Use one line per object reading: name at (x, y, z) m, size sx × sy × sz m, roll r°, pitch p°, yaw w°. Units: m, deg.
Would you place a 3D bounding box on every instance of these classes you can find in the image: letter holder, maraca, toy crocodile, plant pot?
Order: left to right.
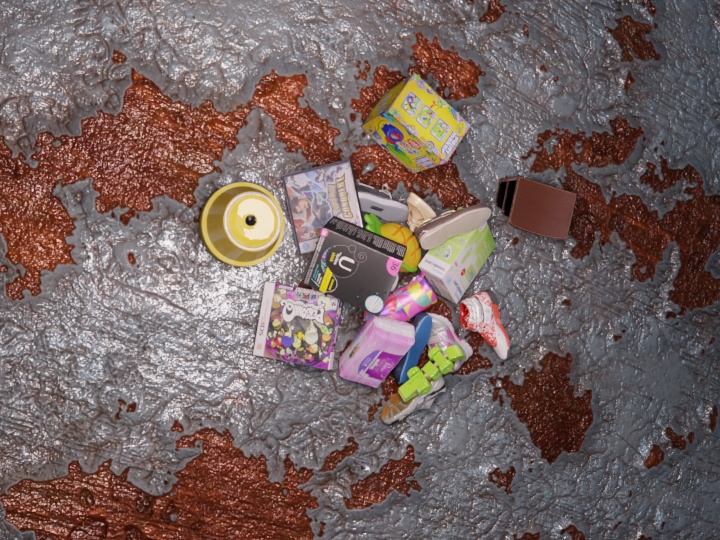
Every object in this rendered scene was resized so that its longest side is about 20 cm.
plant pot at (-0.264, -0.109, 1.433) m, size 0.198 × 0.189 × 0.203 m, roll 0°, pitch 90°, yaw -19°
maraca at (0.080, -0.070, 1.587) m, size 0.107 × 0.138 × 0.199 m, roll -39°, pitch 123°, yaw 21°
toy crocodile at (0.181, 0.263, 1.598) m, size 0.200 × 0.068 × 0.062 m, roll -43°, pitch 141°, yaw 1°
letter holder at (0.486, -0.169, 1.751) m, size 0.198 × 0.100 × 0.144 m, roll 12°, pitch 89°, yaw -20°

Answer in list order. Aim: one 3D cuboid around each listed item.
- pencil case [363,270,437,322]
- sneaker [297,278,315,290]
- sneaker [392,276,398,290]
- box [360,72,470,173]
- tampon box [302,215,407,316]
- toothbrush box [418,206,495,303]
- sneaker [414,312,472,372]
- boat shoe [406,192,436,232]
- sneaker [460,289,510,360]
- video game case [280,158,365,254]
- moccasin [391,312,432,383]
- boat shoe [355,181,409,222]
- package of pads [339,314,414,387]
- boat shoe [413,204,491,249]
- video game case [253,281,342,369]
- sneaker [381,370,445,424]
pencil case at (0.100, 0.090, 1.599) m, size 0.199 × 0.088 × 0.089 m, roll -35°, pitch 102°, yaw 0°
sneaker at (-0.110, 0.118, 1.568) m, size 0.084 × 0.072 × 0.203 m, roll -3°, pitch 83°, yaw -54°
sneaker at (0.000, 0.000, 1.594) m, size 0.199 × 0.081 × 0.077 m, roll 30°, pitch 76°, yaw 3°
box at (0.135, -0.363, 1.566) m, size 0.192 × 0.200 × 0.123 m, roll 37°, pitch 79°, yaw -16°
tampon box at (-0.010, -0.013, 1.467) m, size 0.198 × 0.126 × 0.151 m, roll 22°, pitch 111°, yaw 2°
toothbrush box at (0.258, -0.040, 1.643) m, size 0.201 × 0.086 × 0.146 m, roll -52°, pitch 143°, yaw -11°
sneaker at (0.215, 0.193, 1.655) m, size 0.200 × 0.081 × 0.089 m, roll 43°, pitch 54°, yaw -15°
boat shoe at (0.157, -0.125, 1.606) m, size 0.069 × 0.074 × 0.200 m, roll -44°, pitch 143°, yaw -3°
sneaker at (0.339, 0.163, 1.721) m, size 0.107 × 0.067 × 0.204 m, roll -17°, pitch 93°, yaw -18°
video game case at (-0.090, -0.155, 1.534) m, size 0.179 × 0.025 × 0.202 m, roll -11°, pitch 96°, yaw 12°
moccasin at (0.119, 0.194, 1.611) m, size 0.080 × 0.068 × 0.202 m, roll 8°, pitch 110°, yaw -47°
boat shoe at (0.052, -0.180, 1.608) m, size 0.197 × 0.074 × 0.069 m, roll 11°, pitch 58°, yaw -30°
package of pads at (0.040, 0.200, 1.553) m, size 0.119 × 0.076 × 0.201 m, roll 19°, pitch 129°, yaw -20°
boat shoe at (0.229, -0.121, 1.558) m, size 0.198 × 0.060 × 0.072 m, roll -25°, pitch 139°, yaw -5°
video game case at (-0.151, 0.132, 1.507) m, size 0.198 × 0.036 × 0.184 m, roll 10°, pitch 89°, yaw 12°
sneaker at (0.147, 0.350, 1.651) m, size 0.199 × 0.076 × 0.088 m, roll -38°, pitch 124°, yaw -4°
